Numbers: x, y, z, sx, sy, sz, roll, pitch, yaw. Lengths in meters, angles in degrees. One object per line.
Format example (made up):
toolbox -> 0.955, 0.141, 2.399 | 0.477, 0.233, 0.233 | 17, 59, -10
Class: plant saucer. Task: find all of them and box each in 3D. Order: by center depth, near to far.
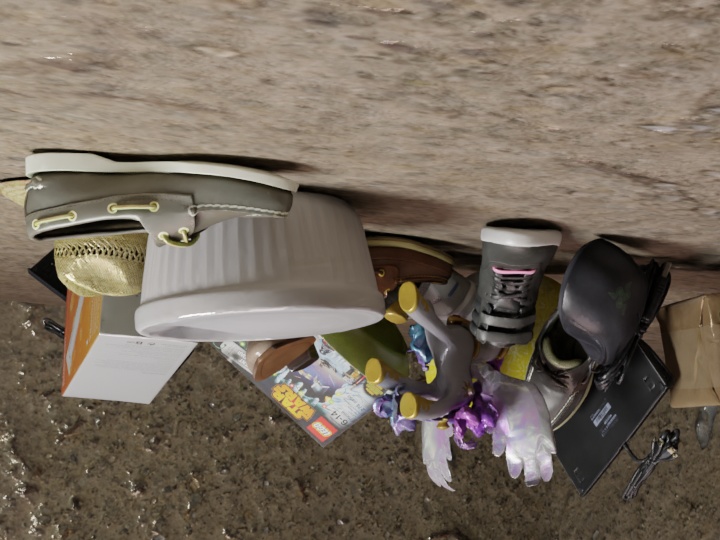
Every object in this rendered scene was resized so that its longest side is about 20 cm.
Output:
plant saucer -> -0.014, 0.038, 1.335 | 0.200, 0.031, 0.200 | 45, -168, -12

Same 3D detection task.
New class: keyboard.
keyboard -> 0.265, 0.165, 1.337 | 0.020, 0.128, 0.201 | -10, 144, -30
keyboard -> -0.281, 0.053, 1.440 | 0.199, 0.127, 0.021 | 35, 138, 8

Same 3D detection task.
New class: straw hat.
straw hat -> -0.218, -0.020, 1.134 | 0.198, 0.086, 0.201 | 5, 175, 0

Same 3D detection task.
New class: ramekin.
ramekin -> -0.083, -0.001, 1.056 | 0.199, 0.096, 0.202 | -5, 171, -1

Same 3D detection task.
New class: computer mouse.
computer mouse -> 0.238, 0.034, 1.194 | 0.052, 0.140, 0.200 | 23, 174, 31

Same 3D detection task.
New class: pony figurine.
pony figurine -> 0.094, 0.112, 1.273 | 0.165, 0.196, 0.199 | -10, 165, 40

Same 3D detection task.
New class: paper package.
paper package -> 0.404, 0.066, 1.258 | 0.197, 0.105, 0.191 | -8, 173, -3

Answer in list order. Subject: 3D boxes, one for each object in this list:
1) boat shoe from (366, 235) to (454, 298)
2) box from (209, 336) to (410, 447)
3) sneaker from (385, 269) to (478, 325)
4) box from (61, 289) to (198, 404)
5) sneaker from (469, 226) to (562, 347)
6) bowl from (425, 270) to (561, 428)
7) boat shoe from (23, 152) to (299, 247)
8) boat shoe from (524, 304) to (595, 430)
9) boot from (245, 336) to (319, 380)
boat shoe -> 0.000, 0.000, 1.261 | 0.198, 0.069, 0.072 | 7, 174, -30
box -> -0.062, 0.085, 1.437 | 0.137, 0.200, 0.040 | -39, -165, 28
sneaker -> 0.052, 0.007, 1.419 | 0.082, 0.075, 0.199 | 46, 158, -27
box -> -0.231, 0.043, 1.313 | 0.096, 0.126, 0.200 | 7, 155, -21
sneaker -> 0.136, 0.017, 1.161 | 0.070, 0.101, 0.200 | 6, 174, 3
bowl -> 0.151, 0.063, 1.434 | 0.198, 0.201, 0.108 | 1, 137, 30
boat shoe -> -0.141, -0.046, 0.924 | 0.199, 0.061, 0.072 | 3, 175, 10
boat shoe -> 0.203, 0.079, 1.304 | 0.071, 0.202, 0.066 | 35, -152, 22
boot -> -0.102, 0.028, 1.276 | 0.070, 0.147, 0.200 | -32, 170, 3
